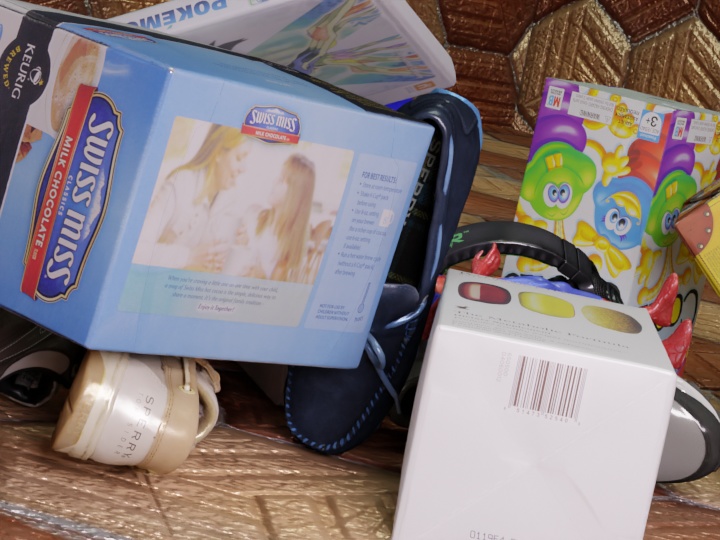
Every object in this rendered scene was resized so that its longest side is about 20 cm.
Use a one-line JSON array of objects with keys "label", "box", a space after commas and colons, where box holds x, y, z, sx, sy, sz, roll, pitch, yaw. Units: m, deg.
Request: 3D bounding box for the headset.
[{"label": "headset", "box": [0.108, 0.043, 1.359, 0.200, 0.123, 0.094, 38, 27, -21]}]

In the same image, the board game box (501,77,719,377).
[{"label": "board game box", "box": [0.171, -0.020, 1.564, 0.105, 0.200, 0.103, 18, 10, 35]}]

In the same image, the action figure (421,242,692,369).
[{"label": "action figure", "box": [0.081, -0.002, 1.246, 0.200, 0.099, 0.065, 2, 35, -7]}]

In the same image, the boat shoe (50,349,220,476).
[{"label": "boat shoe", "box": [-0.103, 0.063, 1.113, 0.069, 0.074, 0.200, 23, 8, -4]}]

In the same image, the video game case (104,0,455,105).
[{"label": "video game case", "box": [-0.057, -0.110, 1.235, 0.182, 0.022, 0.200, -15, -15, 12]}]

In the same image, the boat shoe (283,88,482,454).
[{"label": "boat shoe", "box": [0.000, 0.000, 1.186, 0.084, 0.200, 0.069, 16, 9, 10]}]

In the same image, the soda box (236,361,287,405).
[{"label": "soda box", "box": [-0.038, 0.031, 1.396, 0.063, 0.068, 0.200, 7, 8, -17]}]

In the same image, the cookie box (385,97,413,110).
[{"label": "cookie box", "box": [-0.080, -0.034, 1.358, 0.200, 0.075, 0.171, -10, 19, 32]}]

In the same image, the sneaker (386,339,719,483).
[{"label": "sneaker", "box": [0.102, 0.084, 1.271, 0.200, 0.074, 0.079, 14, 30, 4]}]

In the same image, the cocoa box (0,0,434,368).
[{"label": "cocoa box", "box": [-0.086, -0.038, 1.084, 0.131, 0.133, 0.200, 24, 10, 36]}]

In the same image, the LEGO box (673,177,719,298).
[{"label": "LEGO box", "box": [0.283, 0.027, 1.440, 0.200, 0.077, 0.149, 57, 12, 0]}]

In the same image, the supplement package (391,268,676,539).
[{"label": "supplement package", "box": [0.081, 0.073, 1.115, 0.114, 0.110, 0.200, 12, 8, 1]}]

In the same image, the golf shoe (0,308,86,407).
[{"label": "golf shoe", "box": [-0.166, 0.020, 1.198, 0.078, 0.095, 0.200, 2, 10, 33]}]
